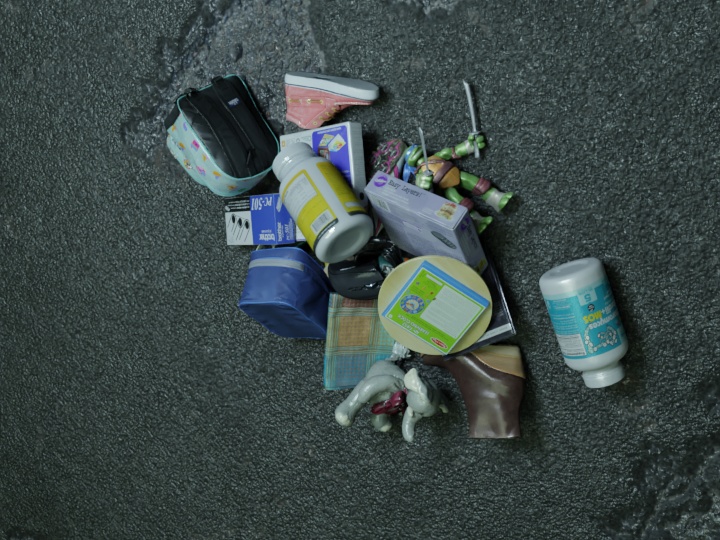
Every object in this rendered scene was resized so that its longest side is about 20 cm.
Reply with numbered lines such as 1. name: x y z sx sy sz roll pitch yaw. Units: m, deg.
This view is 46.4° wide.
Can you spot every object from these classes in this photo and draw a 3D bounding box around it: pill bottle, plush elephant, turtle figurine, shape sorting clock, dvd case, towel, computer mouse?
1. pill bottle: -0.070 -0.120 1.432 0.112 0.111 0.201 -50 60 31
2. plush elephant: 0.083 0.244 1.576 0.154 0.164 0.202 30 89 39
3. turtle figurine: 0.166 -0.168 1.410 0.193 0.144 0.201 41 124 4
4. shape sorting clock: 0.128 0.061 1.448 0.196 0.039 0.203 2 118 4
5. dvd case: 0.184 0.043 1.504 0.147 0.016 0.203 -25 72 32
6. towel: 0.003 0.136 1.619 0.144 0.022 0.203 -1 112 -16
7. computer mouse: 0.000 0.000 1.491 0.198 0.046 0.142 9 132 38
8. pill bottle: 0.379 0.089 1.401 0.110 0.111 0.203 -16 100 31

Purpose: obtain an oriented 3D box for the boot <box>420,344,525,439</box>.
1. boot: 0.200 0.219 1.525 0.197 0.072 0.169 -1 75 21

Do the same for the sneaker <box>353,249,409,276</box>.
1. sneaker: 0.072 0.010 1.528 0.198 0.079 0.073 17 100 36

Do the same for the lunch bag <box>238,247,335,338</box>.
1. lunch bag: -0.129 0.041 1.616 0.134 0.200 0.134 0 64 27

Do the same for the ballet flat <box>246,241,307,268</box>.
1. ballet flat: -0.161 -0.047 1.668 0.200 0.073 0.073 -40 87 34

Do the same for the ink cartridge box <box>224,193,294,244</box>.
1. ink cartridge box: -0.199 -0.098 1.627 0.199 0.044 0.096 1 96 54

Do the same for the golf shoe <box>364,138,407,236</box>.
1. golf shoe: 0.037 -0.143 1.535 0.073 0.091 0.202 42 109 47

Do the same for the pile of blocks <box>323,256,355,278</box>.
1. pile of blocks: -0.045 -0.090 1.599 0.081 0.062 0.203 13 105 37

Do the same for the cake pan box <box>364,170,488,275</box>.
1. cake pan box: 0.112 -0.073 1.440 0.198 0.053 0.185 26 160 33

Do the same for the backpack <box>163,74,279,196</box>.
1. backpack: -0.258 -0.241 1.593 0.201 0.175 0.153 50 138 5

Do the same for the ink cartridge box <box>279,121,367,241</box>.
1. ink cartridge box: -0.069 -0.158 1.536 0.196 0.043 0.204 -1 92 46

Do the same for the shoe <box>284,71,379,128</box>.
1. shoe: -0.054 -0.302 1.526 0.198 0.071 0.092 16 115 28
